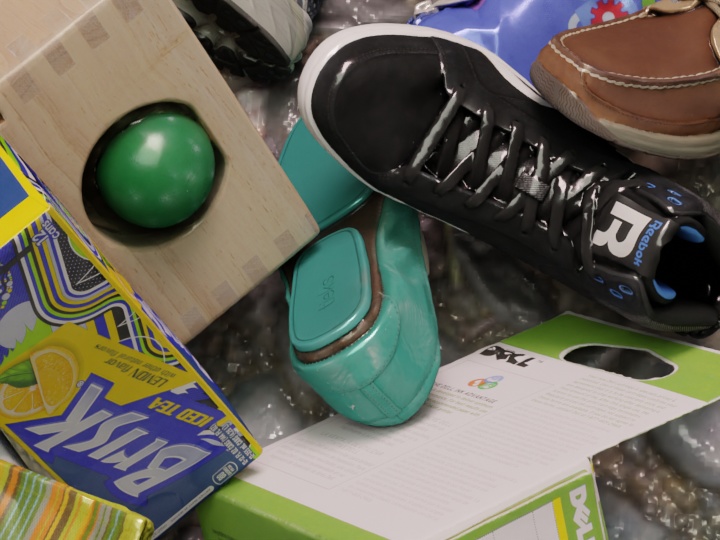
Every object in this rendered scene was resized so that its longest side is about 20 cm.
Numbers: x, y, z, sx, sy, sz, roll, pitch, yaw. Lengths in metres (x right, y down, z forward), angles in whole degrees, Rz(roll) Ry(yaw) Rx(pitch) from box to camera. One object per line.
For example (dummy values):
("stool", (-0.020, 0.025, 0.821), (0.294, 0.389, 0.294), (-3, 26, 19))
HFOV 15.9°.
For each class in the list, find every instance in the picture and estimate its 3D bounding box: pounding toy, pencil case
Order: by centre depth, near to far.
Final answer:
("pounding toy", (-0.133, -0.055, 1.034), (0.142, 0.184, 0.200), (-39, 40, -7))
("pencil case", (0.105, -0.121, 1.133), (0.200, 0.078, 0.087), (-36, 106, -9))

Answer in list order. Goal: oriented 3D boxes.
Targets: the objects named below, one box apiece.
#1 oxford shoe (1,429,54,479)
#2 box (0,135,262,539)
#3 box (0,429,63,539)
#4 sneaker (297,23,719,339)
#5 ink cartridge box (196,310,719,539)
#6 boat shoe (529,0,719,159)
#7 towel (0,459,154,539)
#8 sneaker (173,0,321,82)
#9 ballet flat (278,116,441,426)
("oxford shoe", (-0.142, 0.041, 1.114), (0.200, 0.075, 0.058), (33, 35, 22))
("box", (-0.111, 0.028, 0.951), (0.070, 0.200, 0.064), (-39, 56, -3))
("box", (-0.146, 0.198, 0.981), (0.171, 0.200, 0.199), (-34, 70, -9))
("sneaker", (0.077, -0.036, 1.039), (0.199, 0.112, 0.073), (26, 93, -28))
("ink cartridge box", (0.057, 0.093, 1.031), (0.199, 0.148, 0.076), (-23, 110, -28))
("boat shoe", (0.152, -0.096, 1.073), (0.199, 0.072, 0.076), (-9, 40, -42))
("towel", (-0.178, 0.091, 0.910), (0.199, 0.018, 0.086), (20, 70, 15))
("sneaker", (-0.091, -0.175, 1.139), (0.200, 0.077, 0.087), (44, 60, -28))
("ballet flat", (0.000, 0.000, 1.094), (0.067, 0.070, 0.200), (-27, 30, 15))
